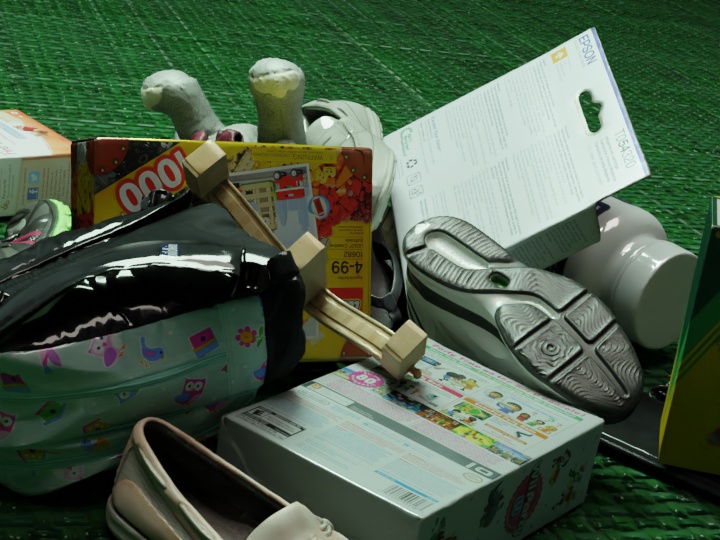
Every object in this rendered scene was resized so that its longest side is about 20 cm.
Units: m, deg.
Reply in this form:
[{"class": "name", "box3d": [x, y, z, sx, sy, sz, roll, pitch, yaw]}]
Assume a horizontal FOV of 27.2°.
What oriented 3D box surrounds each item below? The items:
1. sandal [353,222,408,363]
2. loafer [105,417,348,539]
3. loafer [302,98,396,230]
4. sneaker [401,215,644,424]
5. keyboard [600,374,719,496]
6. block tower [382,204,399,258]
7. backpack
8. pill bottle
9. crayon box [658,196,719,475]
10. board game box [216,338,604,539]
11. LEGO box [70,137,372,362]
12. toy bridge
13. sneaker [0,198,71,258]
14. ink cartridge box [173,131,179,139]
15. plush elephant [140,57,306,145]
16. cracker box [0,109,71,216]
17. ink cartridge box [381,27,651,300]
[{"class": "sandal", "box3d": [-0.001, 0.000, 1.141, 0.075, 0.043, 0.201, -7, 44, -15]}, {"class": "loafer", "box3d": [-0.056, 0.140, 0.776, 0.199, 0.064, 0.072, 23, 23, 32]}, {"class": "loafer", "box3d": [-0.015, -0.086, 1.173, 0.069, 0.070, 0.200, 16, 19, -13]}, {"class": "sneaker", "box3d": [0.107, 0.057, 1.018, 0.075, 0.116, 0.200, -33, 56, -27]}, {"class": "keyboard", "box3d": [0.238, 0.118, 1.038, 0.199, 0.021, 0.127, 24, 30, 31]}, {"class": "block tower", "box3d": [0.008, -0.029, 1.248, 0.199, 0.058, 0.054, 24, -5, 30]}, {"class": "backpack", "box3d": [-0.145, 0.041, 0.873, 0.198, 0.128, 0.167, -19, 22, -25]}, {"class": "pill bottle", "box3d": [0.182, -0.012, 1.227, 0.110, 0.112, 0.199, -6, 25, -37]}, {"class": "crayon box", "box3d": [0.305, 0.058, 0.952, 0.198, 0.174, 0.058, 11, 26, 9]}, {"class": "board game box", "box3d": [0.032, 0.113, 0.893, 0.147, 0.065, 0.199, 24, 26, 33]}, {"class": "LEGO box", "box3d": [-0.097, -0.012, 1.023, 0.198, 0.151, 0.077, -1, 2, -25]}, {"class": "toy bridge", "box3d": [-0.035, 0.001, 0.945, 0.200, 0.067, 0.027, 42, 72, 16]}, {"class": "sneaker", "box3d": [-0.249, -0.003, 1.056, 0.083, 0.077, 0.200, 10, 19, -12]}, {"class": "ink cartridge box", "box3d": [-0.079, -0.076, 1.394, 0.198, 0.051, 0.162, 14, 18, -13]}, {"class": "plush elephant", "box3d": [-0.121, -0.045, 1.139, 0.164, 0.201, 0.155, 8, 38, 38]}, {"class": "cracker box", "box3d": [-0.351, -0.090, 1.270, 0.199, 0.058, 0.134, -9, 27, -40]}, {"class": "ink cartridge box", "box3d": [0.116, -0.074, 1.135, 0.199, 0.043, 0.197, -25, 39, 16]}]
